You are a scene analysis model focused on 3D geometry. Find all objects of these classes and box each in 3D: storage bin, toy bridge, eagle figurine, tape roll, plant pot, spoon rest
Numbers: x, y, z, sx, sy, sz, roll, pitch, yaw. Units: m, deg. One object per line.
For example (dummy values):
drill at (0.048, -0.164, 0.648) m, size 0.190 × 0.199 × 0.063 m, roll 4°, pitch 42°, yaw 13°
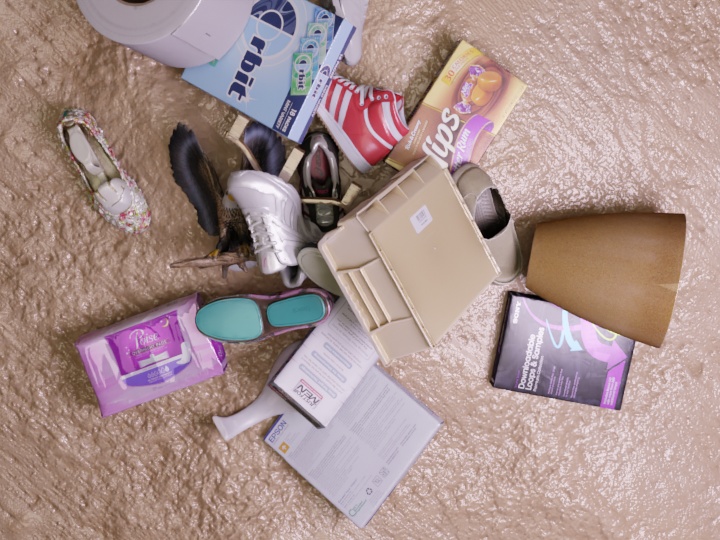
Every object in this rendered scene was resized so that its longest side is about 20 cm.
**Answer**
storage bin at (0.067, -0.018, 1.283) m, size 0.093 × 0.200 × 0.200 m, roll -19°, pitch 106°, yaw 45°
toy bridge at (-0.098, -0.134, 1.307) m, size 0.198 × 0.027 × 0.068 m, roll 30°, pitch 102°, yaw -7°
eagle figurine at (-0.183, -0.102, 1.363) m, size 0.150 × 0.150 × 0.203 m, roll 12°, pitch 64°, yaw -42°
tape roll at (-0.254, -0.379, 1.265) m, size 0.200 × 0.139 × 0.206 m, roll -1°, pitch 88°, yaw 17°
plant pot at (0.336, -0.005, 1.361) m, size 0.197 × 0.186 × 0.189 m, roll 11°, pitch 99°, yaw 11°
spoon rest at (-0.120, 0.178, 1.426) m, size 0.199 × 0.061 × 0.100 m, roll -32°, pitch 76°, yaw -2°

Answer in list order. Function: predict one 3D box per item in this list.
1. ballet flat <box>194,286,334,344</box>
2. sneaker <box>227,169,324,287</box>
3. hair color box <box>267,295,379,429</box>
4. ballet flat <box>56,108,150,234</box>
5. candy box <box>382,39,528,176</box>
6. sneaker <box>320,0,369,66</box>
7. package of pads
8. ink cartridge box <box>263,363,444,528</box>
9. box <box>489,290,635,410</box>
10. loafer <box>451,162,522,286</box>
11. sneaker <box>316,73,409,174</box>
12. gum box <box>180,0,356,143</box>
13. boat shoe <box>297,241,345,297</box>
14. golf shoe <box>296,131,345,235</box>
ballet flat at (-0.130, 0.060, 1.361) m, size 0.197 × 0.071 × 0.070 m, roll -10°, pitch 93°, yaw 10°
sneaker at (-0.114, -0.049, 1.288) m, size 0.077 × 0.100 × 0.200 m, roll -3°, pitch 143°, yaw 36°
hair color box at (-0.031, 0.114, 1.378) m, size 0.099 × 0.061 × 0.201 m, roll 40°, pitch 71°, yaw -5°
ballet flat at (-0.368, -0.135, 1.368) m, size 0.075 × 0.064 × 0.201 m, roll -33°, pitch 99°, yaw 3°
candy box at (0.131, -0.207, 1.373) m, size 0.116 × 0.056 × 0.201 m, roll 33°, pitch 96°, yaw -7°
sneaker at (-0.015, -0.386, 1.336) m, size 0.079 × 0.076 × 0.203 m, roll -14°, pitch 104°, yaw -17°
package of pads at (-0.301, 0.120, 1.404) m, size 0.197 × 0.076 × 0.122 m, roll -20°, pitch 99°, yaw 2°
ink cartridge box at (-0.011, 0.237, 1.437) m, size 0.199 × 0.043 × 0.197 m, roll 39°, pitch 97°, yaw 14°
box at (0.301, 0.119, 1.438) m, size 0.197 × 0.036 × 0.145 m, roll 10°, pitch 99°, yaw -2°
loafer at (0.180, -0.053, 1.366) m, size 0.075 × 0.068 × 0.201 m, roll -32°, pitch 120°, yaw -6°
sneaker at (-0.012, -0.246, 1.340) m, size 0.112 × 0.071 × 0.201 m, roll -35°, pitch 90°, yaw 15°
gum box at (-0.127, -0.293, 1.315) m, size 0.199 × 0.044 × 0.172 m, roll 31°, pitch 98°, yaw 22°
boat shoe at (0.002, -0.001, 1.331) m, size 0.198 × 0.074 × 0.067 m, roll 25°, pitch 56°, yaw -23°
golf shoe at (-0.058, -0.093, 1.371) m, size 0.076 × 0.088 × 0.203 m, roll -7°, pitch 100°, yaw -2°
